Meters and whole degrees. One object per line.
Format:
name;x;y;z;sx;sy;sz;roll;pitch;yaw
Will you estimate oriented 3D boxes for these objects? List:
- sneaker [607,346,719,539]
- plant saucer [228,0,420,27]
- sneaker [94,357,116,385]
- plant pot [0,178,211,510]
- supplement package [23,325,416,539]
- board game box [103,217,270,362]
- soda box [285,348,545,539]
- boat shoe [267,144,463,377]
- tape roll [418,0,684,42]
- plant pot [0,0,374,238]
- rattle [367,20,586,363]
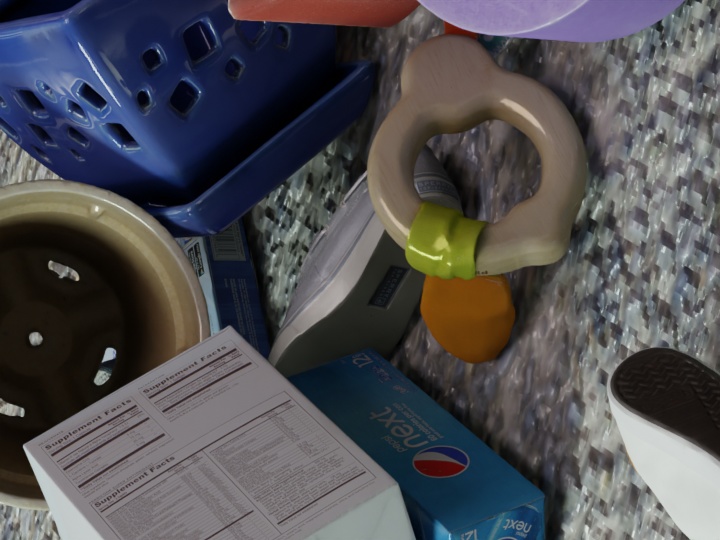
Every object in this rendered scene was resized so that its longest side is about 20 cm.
sneaker;0.207;0.115;1.167;0.200;0.073;0.085;39;154;42
plant saucer;0.000;-0.238;1.326;0.036;0.200;0.202;10;98;28
sneaker;-0.153;0.137;1.597;0.201;0.086;0.078;60;136;36
plant pot;-0.206;0.045;1.521;0.183;0.199;0.202;-178;90;-79
supplement package;-0.072;0.165;1.370;0.200;0.150;0.153;39;153;49
board game box;-0.128;0.083;1.676;0.199;0.043;0.202;-35;61;50
soda box;0.029;0.123;1.401;0.200;0.067;0.065;38;138;51
boat shoe;-0.001;-0.001;1.475;0.201;0.070;0.072;-54;35;35
tape roll;0.102;-0.225;1.259;0.199;0.085;0.202;3;94;41
plant pot;-0.122;-0.133;1.520;0.199;0.200;0.181;-2;124;56
rattle;0.072;-0.071;1.379;0.129;0.143;0.201;-19;59;16
